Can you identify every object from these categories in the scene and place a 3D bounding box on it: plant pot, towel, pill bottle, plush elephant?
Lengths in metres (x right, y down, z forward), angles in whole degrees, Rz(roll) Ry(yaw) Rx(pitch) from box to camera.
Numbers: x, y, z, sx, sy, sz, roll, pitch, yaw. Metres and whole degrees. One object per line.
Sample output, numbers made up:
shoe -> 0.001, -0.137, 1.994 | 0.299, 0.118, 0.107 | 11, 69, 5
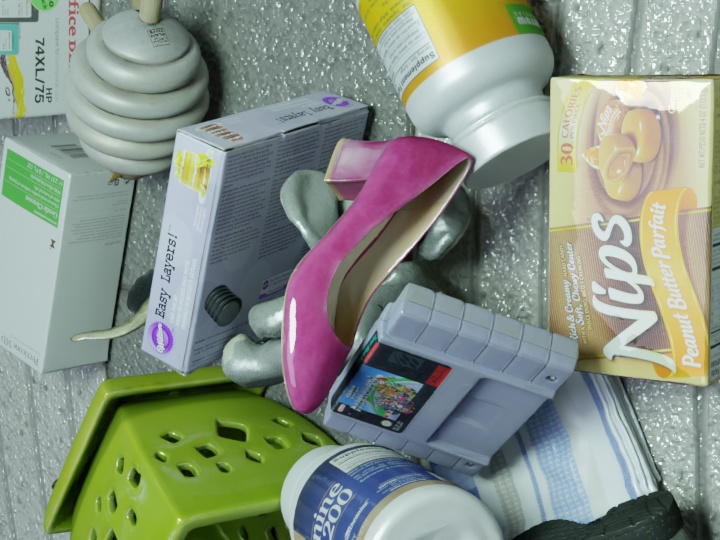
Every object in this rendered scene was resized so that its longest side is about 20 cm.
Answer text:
plant pot -> -0.143, 0.195, 1.389 | 0.182, 0.199, 0.199 | 51, 129, 33
towel -> 0.124, 0.131, 1.233 | 0.200, 0.024, 0.147 | -30, 75, 43
pill bottle -> 0.069, -0.164, 1.172 | 0.111, 0.111, 0.201 | -37, 72, 41
plush elephant -> 0.000, 0.000, 1.241 | 0.200, 0.164, 0.156 | -34, 52, 55
pill bottle -> 0.014, 0.189, 1.212 | 0.200, 0.110, 0.112 | -163, 69, -65

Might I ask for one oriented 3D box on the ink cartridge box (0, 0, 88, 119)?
ink cartridge box -> -0.370, -0.217, 1.528 | 0.146, 0.200, 0.148 | 12, 106, 41

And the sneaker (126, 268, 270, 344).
sneaker -> -0.133, 0.046, 1.445 | 0.200, 0.060, 0.105 | 44, 123, 37

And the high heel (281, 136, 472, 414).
high heel -> 0.011, 0.003, 1.112 | 0.096, 0.067, 0.201 | 6, 67, 26

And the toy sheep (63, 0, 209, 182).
toy sheep -> -0.191, -0.159, 1.416 | 0.138, 0.138, 0.201 | 43, 143, 30

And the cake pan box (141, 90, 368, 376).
cake pan box -> -0.076, -0.035, 1.277 | 0.052, 0.200, 0.185 | 27, 119, 26

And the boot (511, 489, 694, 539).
boot -> 0.172, 0.240, 1.165 | 0.200, 0.068, 0.131 | -25, 97, 44

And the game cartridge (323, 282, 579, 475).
game cartridge -> 0.055, 0.082, 1.156 | 0.200, 0.129, 0.039 | 121, 162, -59

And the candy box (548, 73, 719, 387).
candy box -> 0.187, -0.030, 1.108 | 0.115, 0.055, 0.201 | 5, 102, 31

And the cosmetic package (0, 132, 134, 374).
cosmetic package -> -0.284, -0.018, 1.561 | 0.107, 0.085, 0.201 | 26, 113, 37

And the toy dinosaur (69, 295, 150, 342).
toy dinosaur -> -0.142, 0.006, 1.367 | 0.088, 0.200, 0.048 | 4, 129, 57
